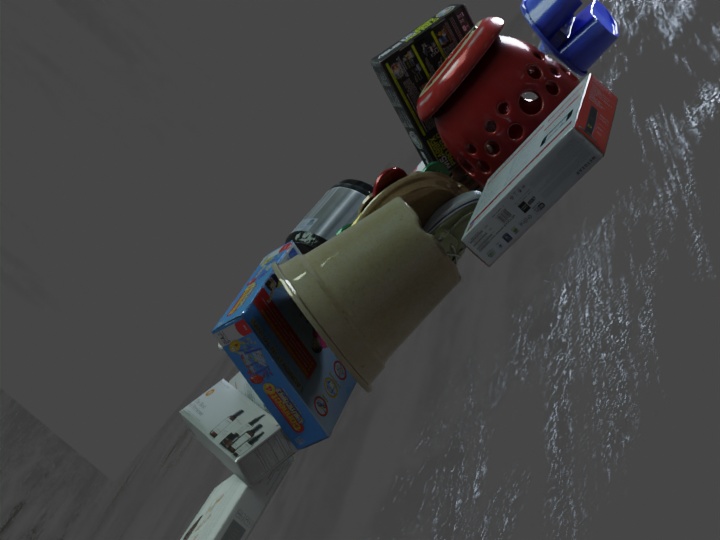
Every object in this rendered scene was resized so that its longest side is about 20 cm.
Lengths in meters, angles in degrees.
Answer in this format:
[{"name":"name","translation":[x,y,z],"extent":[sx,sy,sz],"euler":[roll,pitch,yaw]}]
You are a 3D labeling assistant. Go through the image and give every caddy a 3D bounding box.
[{"name":"caddy","translation":[0.304,-0.364,1.827],"extent":[0.105,0.141,0.200],"euler":[-41,9,23]}]

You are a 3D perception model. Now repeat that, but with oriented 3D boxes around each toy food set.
[{"name":"toy food set","translation":[0.062,-0.057,1.671],"extent":[0.200,0.197,0.049],"euler":[-49,49,7]}]

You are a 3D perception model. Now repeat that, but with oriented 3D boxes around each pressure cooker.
[{"name":"pressure cooker","translation":[-0.012,-0.053,2.056],"extent":[0.201,0.174,0.180],"euler":[-51,-23,-29]}]

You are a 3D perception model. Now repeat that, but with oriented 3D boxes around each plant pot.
[{"name":"plant pot","translation":[0.019,0.015,1.535],"extent":[0.183,0.201,0.200],"euler":[-38,6,0]},{"name":"plant pot","translation":[0.187,-0.233,1.717],"extent":[0.201,0.182,0.200],"euler":[-51,5,6]}]

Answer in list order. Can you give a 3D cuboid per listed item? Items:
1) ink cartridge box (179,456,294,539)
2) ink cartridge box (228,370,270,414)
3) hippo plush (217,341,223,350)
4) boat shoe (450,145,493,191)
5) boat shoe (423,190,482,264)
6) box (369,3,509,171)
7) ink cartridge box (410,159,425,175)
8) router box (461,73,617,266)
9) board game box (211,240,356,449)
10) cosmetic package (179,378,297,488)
[{"name":"ink cartridge box","translation":[-0.185,0.340,1.643],"extent":[0.176,0.045,0.201],"euler":[-43,9,43]},{"name":"ink cartridge box","translation":[-0.128,0.190,1.753],"extent":[0.200,0.067,0.118],"euler":[-42,53,51]},{"name":"hippo plush","translation":[-0.133,0.114,1.979],"extent":[0.201,0.160,0.159],"euler":[-52,-4,36]},{"name":"boat shoe","translation":[0.166,-0.150,1.883],"extent":[0.200,0.068,0.072],"euler":[-47,4,19]},{"name":"boat shoe","translation":[0.105,-0.022,1.649],"extent":[0.200,0.072,0.062],"euler":[-44,49,2]},{"name":"box","translation":[0.127,-0.267,1.823],"extent":[0.159,0.202,0.044],"euler":[-36,21,-11]},{"name":"ink cartridge box","translation":[0.158,-0.177,2.029],"extent":[0.201,0.085,0.148],"euler":[-51,6,12]},{"name":"router box","translation":[0.215,-0.122,1.462],"extent":[0.200,0.049,0.180],"euler":[-47,7,32]},{"name":"board game box","translation":[-0.086,0.096,1.625],"extent":[0.055,0.201,0.196],"euler":[-25,18,30]},{"name":"cosmetic package","translation":[-0.168,0.216,1.664],"extent":[0.082,0.051,0.199],"euler":[-34,28,-19]}]
